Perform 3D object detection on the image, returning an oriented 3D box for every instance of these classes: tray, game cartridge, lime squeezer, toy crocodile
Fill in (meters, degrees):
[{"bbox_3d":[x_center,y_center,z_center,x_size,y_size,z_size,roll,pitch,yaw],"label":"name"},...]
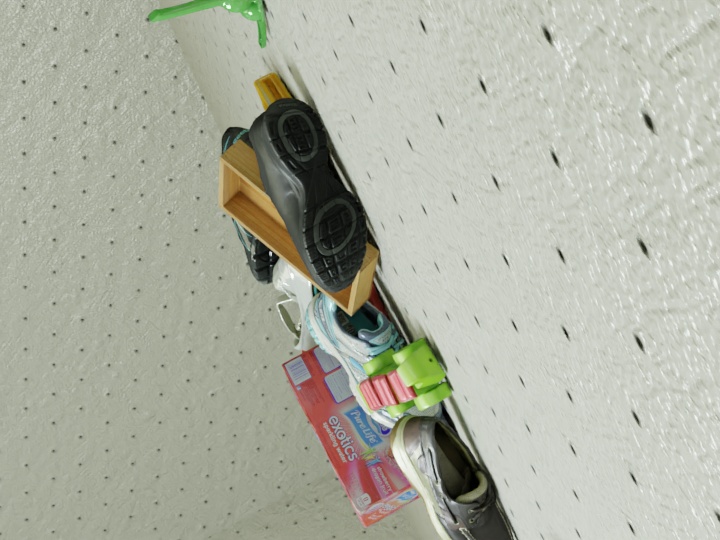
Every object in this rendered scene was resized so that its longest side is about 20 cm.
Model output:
[{"bbox_3d":[-0.069,-0.046,1.605,0.200,0.037,0.099,40,154,16],"label":"tray"},{"bbox_3d":[-0.052,-0.100,1.665,0.201,0.032,0.177,66,176,-37],"label":"game cartridge"},{"bbox_3d":[-0.122,-0.251,1.464,0.038,0.071,0.200,44,-161,20],"label":"lime squeezer"},{"bbox_3d":[0.038,0.118,1.554,0.068,0.061,0.200,63,155,1],"label":"toy crocodile"}]

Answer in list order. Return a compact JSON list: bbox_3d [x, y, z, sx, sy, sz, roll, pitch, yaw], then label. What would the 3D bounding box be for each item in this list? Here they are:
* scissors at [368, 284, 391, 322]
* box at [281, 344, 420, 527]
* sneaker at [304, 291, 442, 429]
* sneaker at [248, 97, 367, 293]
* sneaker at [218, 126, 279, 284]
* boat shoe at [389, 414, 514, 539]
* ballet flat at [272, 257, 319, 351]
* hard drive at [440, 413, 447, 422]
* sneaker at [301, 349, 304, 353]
[{"bbox_3d":[0.000,0.000,1.773,0.201,0.014,0.073,66,175,-31],"label":"scissors"},{"bbox_3d":[-0.001,0.182,1.741,0.201,0.102,0.095,60,174,20],"label":"box"},{"bbox_3d":[0.017,0.096,1.663,0.200,0.078,0.086,46,151,8],"label":"sneaker"},{"bbox_3d":[-0.056,-0.074,1.514,0.091,0.075,0.202,-8,101,63],"label":"sneaker"},{"bbox_3d":[-0.119,-0.078,1.739,0.079,0.075,0.202,31,136,41],"label":"sneaker"},{"bbox_3d":[0.106,0.236,1.575,0.065,0.073,0.200,-15,119,51],"label":"boat shoe"},{"bbox_3d":[-0.070,0.024,1.751,0.070,0.069,0.201,-122,16,-47],"label":"ballet flat"},{"bbox_3d":[0.072,0.177,1.779,0.200,0.042,0.136,57,172,54],"label":"hard drive"},{"bbox_3d":[0.002,0.158,1.939,0.200,0.073,0.077,40,168,5],"label":"sneaker"}]
